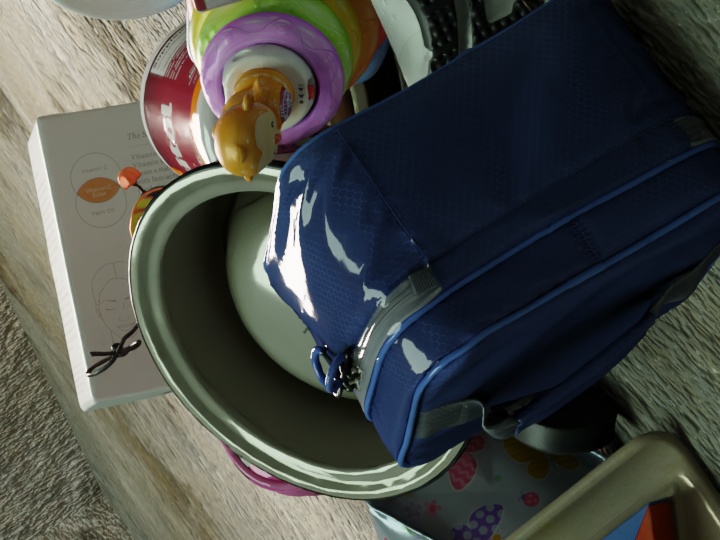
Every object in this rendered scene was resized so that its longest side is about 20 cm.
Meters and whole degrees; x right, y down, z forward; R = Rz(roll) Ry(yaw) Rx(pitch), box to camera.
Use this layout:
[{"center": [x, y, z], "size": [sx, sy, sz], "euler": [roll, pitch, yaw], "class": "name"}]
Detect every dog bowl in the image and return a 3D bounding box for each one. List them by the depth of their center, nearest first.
[{"center": [-0.014, 0.015, 1.386], "size": [0.200, 0.074, 0.200], "euler": [17, 129, 22], "class": "dog bowl"}]

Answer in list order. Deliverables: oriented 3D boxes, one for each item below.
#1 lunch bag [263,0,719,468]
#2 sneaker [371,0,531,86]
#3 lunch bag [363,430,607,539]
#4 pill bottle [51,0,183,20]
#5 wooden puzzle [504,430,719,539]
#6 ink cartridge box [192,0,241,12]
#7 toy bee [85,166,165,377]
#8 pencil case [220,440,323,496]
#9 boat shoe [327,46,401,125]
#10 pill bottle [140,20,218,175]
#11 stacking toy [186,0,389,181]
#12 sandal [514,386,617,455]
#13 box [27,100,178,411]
[{"center": [0.060, -0.007, 1.155], "size": [0.132, 0.200, 0.136], "euler": [52, 161, 18], "class": "lunch bag"}, {"center": [0.043, -0.123, 1.285], "size": [0.080, 0.074, 0.200], "euler": [-126, 16, -67], "class": "sneaker"}, {"center": [0.111, 0.182, 1.567], "size": [0.200, 0.127, 0.170], "euler": [31, 157, 22], "class": "lunch bag"}, {"center": [-0.135, -0.238, 1.484], "size": [0.200, 0.113, 0.113], "euler": [-99, -8, -46], "class": "pill bottle"}, {"center": [0.143, 0.213, 1.422], "size": [0.200, 0.185, 0.046], "euler": [54, -156, 12], "class": "wooden puzzle"}, {"center": [-0.082, -0.247, 1.309], "size": [0.147, 0.083, 0.200], "euler": [74, 175, -50], "class": "ink cartridge box"}, {"center": [-0.103, -0.029, 1.743], "size": [0.109, 0.200, 0.131], "euler": [62, 158, -6], "class": "toy bee"}, {"center": [-0.010, 0.080, 1.572], "size": [0.094, 0.091, 0.200], "euler": [38, -172, 21], "class": "pencil case"}, {"center": [-0.023, -0.111, 1.493], "size": [0.072, 0.068, 0.200], "euler": [-73, -26, -55], "class": "boat shoe"}, {"center": [-0.067, -0.099, 1.644], "size": [0.113, 0.113, 0.200], "euler": [63, 168, -15], "class": "pill bottle"}, {"center": [-0.043, -0.105, 1.333], "size": [0.200, 0.110, 0.116], "euler": [-80, -7, -58], "class": "stacking toy"}, {"center": [0.077, 0.040, 1.543], "size": [0.200, 0.075, 0.048], "euler": [34, 128, 48], "class": "sandal"}, {"center": [-0.137, -0.016, 1.904], "size": [0.106, 0.152, 0.200], "euler": [150, 109, -78], "class": "box"}]
